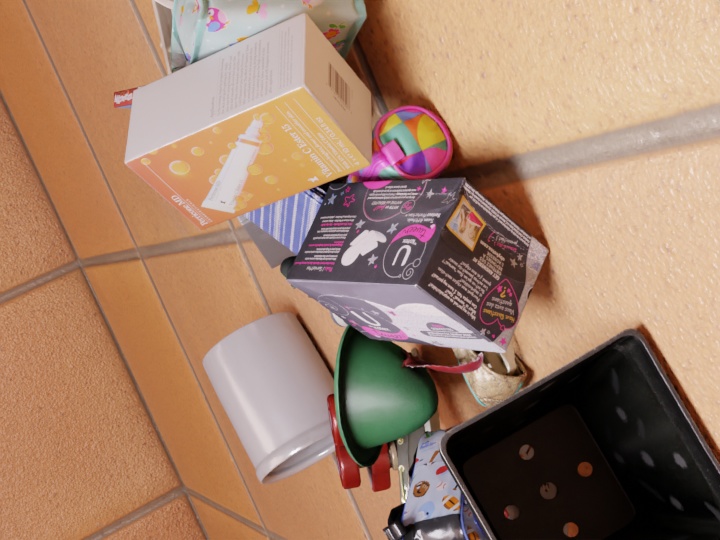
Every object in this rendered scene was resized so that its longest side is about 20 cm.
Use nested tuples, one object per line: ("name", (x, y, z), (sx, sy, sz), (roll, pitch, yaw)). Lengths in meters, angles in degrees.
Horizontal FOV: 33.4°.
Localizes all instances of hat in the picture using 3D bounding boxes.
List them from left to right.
("hat", (0.078, 0.128, 1.287), (0.176, 0.200, 0.166), (-6, 109, 19))

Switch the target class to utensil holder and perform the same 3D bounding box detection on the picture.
("utensil holder", (-0.117, 0.184, 1.756), (0.200, 0.170, 0.170), (60, 158, 16))

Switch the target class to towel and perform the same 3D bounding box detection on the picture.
("towel", (-0.086, -0.076, 1.288), (0.200, 0.024, 0.145), (36, 154, 13))

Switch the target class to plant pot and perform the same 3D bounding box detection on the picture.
("plant pot", (0.188, 0.193, 1.063), (0.200, 0.200, 0.177), (60, 171, 7))

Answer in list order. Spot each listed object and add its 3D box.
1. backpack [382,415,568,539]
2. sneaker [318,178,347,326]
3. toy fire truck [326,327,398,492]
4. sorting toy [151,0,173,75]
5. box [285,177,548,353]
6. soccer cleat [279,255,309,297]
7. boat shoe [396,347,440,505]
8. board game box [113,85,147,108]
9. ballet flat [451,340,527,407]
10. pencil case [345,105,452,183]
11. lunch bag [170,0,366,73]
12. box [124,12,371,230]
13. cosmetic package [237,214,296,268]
("backpack", (0.127, 0.248, 1.249), (0.200, 0.154, 0.191), (57, -160, -33))
("sneaker", (-0.005, -0.023, 1.425), (0.082, 0.070, 0.200), (5, 120, 38))
("toy fire truck", (0.013, 0.180, 1.563), (0.168, 0.112, 0.200), (-105, 6, -50))
("sorting toy", (-0.142, -0.249, 1.394), (0.180, 0.107, 0.200), (34, 155, 19))
("box", (0.050, -0.003, 1.123), (0.132, 0.115, 0.200), (37, 161, -33))
("soccer cleat", (0.000, 0.000, 1.352), (0.200, 0.068, 0.081), (15, 112, 26))
("boat shoe", (0.063, 0.186, 1.399), (0.072, 0.060, 0.202), (53, -156, -59))
("board game box", (-0.153, -0.182, 1.288), (0.103, 0.200, 0.019), (9, 98, 60))
("ballet flat", (0.111, 0.045, 1.241), (0.065, 0.071, 0.200), (-40, 79, 41))
("pencil case", (0.028, -0.091, 1.224), (0.088, 0.088, 0.200), (59, 156, 12))
("lunch bag", (-0.100, -0.244, 1.204), (0.200, 0.170, 0.122), (127, 135, -65))
("box", (-0.105, -0.137, 1.141), (0.124, 0.200, 0.098), (45, -145, -45))
("cosmetic package", (-0.113, -0.087, 1.470), (0.107, 0.090, 0.200), (61, 175, 18))
